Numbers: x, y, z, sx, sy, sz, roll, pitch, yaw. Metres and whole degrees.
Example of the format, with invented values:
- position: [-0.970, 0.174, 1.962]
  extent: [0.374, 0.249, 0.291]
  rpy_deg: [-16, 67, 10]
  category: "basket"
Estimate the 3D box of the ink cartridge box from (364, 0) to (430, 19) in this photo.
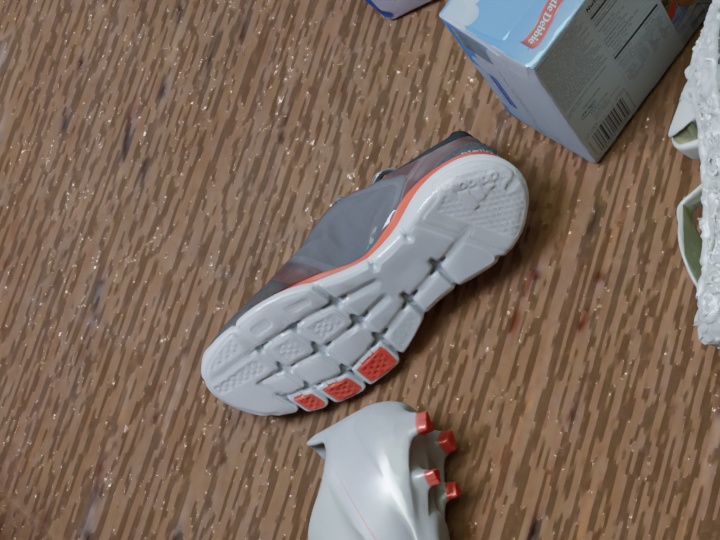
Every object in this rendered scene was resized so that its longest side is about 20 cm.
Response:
- position: [0.036, -0.263, 1.145]
  extent: [0.136, 0.076, 0.201]
  rpy_deg: [-23, 59, 21]
  category: "ink cartridge box"

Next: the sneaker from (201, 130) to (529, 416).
- position: [0.000, 0.000, 1.070]
  extent: [0.200, 0.077, 0.082]
  rpy_deg: [-35, 31, 6]
  category: "sneaker"

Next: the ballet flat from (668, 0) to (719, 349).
- position: [0.182, -0.052, 0.999]
  extent: [0.071, 0.072, 0.201]
  rpy_deg: [-9, 64, 21]
  category: "ballet flat"

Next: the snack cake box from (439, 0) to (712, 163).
- position: [0.140, -0.170, 1.038]
  extent: [0.067, 0.115, 0.200]
  rpy_deg: [35, 85, 33]
  category: "snack cake box"

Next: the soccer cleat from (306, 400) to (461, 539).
- position: [0.012, 0.160, 0.986]
  extent: [0.077, 0.069, 0.201]
  rpy_deg: [-18, 55, 22]
  category: "soccer cleat"
